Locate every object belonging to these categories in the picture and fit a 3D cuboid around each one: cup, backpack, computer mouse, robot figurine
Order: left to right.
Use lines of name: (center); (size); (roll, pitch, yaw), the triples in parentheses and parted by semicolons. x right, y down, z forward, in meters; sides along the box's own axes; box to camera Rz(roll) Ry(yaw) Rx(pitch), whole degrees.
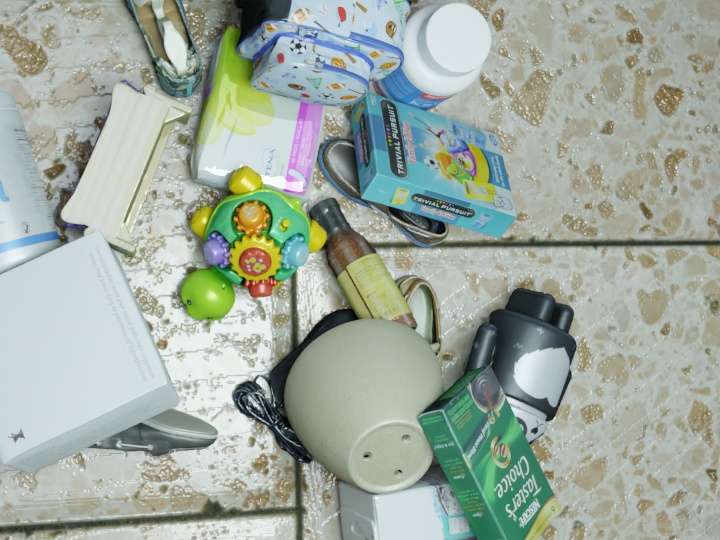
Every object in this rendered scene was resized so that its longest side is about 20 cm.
computer mouse: (-0.049, 0.134, 1.489); (0.138, 0.053, 0.200); (43, 78, -8)
backpack: (-0.039, -0.277, 1.380); (0.189, 0.200, 0.156); (2, 90, -20)
cup: (0.019, 0.179, 1.392); (0.198, 0.143, 0.202); (-6, 118, -11)
robot figurine: (0.206, 0.127, 1.517); (0.149, 0.125, 0.201); (22, 82, 1)

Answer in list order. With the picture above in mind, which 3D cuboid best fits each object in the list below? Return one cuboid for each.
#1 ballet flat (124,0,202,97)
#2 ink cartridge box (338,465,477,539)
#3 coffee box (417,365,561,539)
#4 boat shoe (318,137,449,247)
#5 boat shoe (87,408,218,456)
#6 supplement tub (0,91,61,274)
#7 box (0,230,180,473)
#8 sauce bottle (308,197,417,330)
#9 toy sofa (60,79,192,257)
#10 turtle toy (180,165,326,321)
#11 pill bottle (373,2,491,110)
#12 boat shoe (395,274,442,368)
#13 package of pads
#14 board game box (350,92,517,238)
ballet flat: (-0.244, -0.314, 1.452); (0.074, 0.074, 0.201); (-26, 94, -14)
ink cartridge box: (0.090, 0.327, 1.460); (0.198, 0.147, 0.147); (-5, 89, -18)
coffee box: (0.152, 0.225, 1.360); (0.123, 0.044, 0.201); (-32, 99, -49)
boat shoe: (0.037, -0.107, 1.511); (0.199, 0.072, 0.073); (34, 80, -11)
boat shoe: (-0.274, 0.197, 1.428); (0.198, 0.067, 0.057); (12, 104, -8)
supplement tub: (-0.435, -0.092, 1.361); (0.131, 0.132, 0.202); (-18, 92, -14)
box: (-0.336, 0.095, 1.336); (0.199, 0.131, 0.200); (-25, 78, -7)
sauce bottle: (0.000, 0.000, 1.480); (0.066, 0.066, 0.201); (-24, 75, -14)
toy sofa: (-0.283, -0.123, 1.426); (0.097, 0.083, 0.201); (21, 83, -9)
turtle toy: (-0.141, -0.019, 1.432); (0.145, 0.101, 0.200); (38, 114, -22)
pill bottle: (0.089, -0.266, 1.466); (0.111, 0.200, 0.113); (1, 88, -14)
boat shoe: (0.070, 0.106, 1.509); (0.075, 0.074, 0.202); (-4, 88, -14)
package of pads: (-0.124, -0.193, 1.476); (0.153, 0.068, 0.202); (11, 84, -14)
board game box: (0.091, -0.133, 1.481); (0.199, 0.047, 0.152); (15, 45, -24)
